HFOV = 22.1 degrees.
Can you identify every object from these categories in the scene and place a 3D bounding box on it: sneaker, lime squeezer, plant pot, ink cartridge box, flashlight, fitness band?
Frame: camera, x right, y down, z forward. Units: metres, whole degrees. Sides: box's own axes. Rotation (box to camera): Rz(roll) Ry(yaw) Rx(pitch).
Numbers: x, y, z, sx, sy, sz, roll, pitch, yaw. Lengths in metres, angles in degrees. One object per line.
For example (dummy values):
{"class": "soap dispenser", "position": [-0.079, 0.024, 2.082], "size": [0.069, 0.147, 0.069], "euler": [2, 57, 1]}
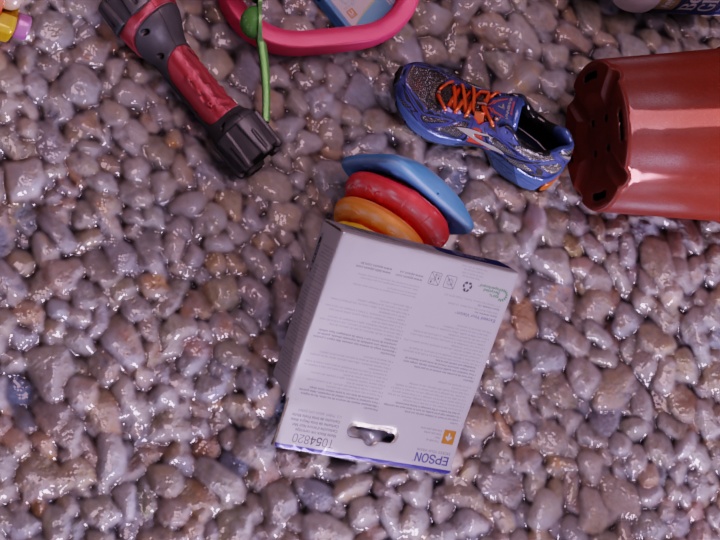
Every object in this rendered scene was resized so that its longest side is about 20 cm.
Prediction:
{"class": "sneaker", "position": [0.123, -0.151, 1.779], "size": [0.199, 0.078, 0.076], "euler": [24, 63, -17]}
{"class": "lime squeezer", "position": [-0.116, -0.234, 1.683], "size": [0.071, 0.038, 0.200], "euler": [-35, 90, -28]}
{"class": "plant pot", "position": [0.317, -0.133, 1.813], "size": [0.194, 0.201, 0.202], "euler": [-1, 73, -18]}
{"class": "ink cartridge box", "position": [0.025, 0.071, 1.631], "size": [0.199, 0.041, 0.201], "euler": [14, 100, -33]}
{"class": "flashlight", "position": [-0.150, -0.177, 1.658], "size": [0.200, 0.068, 0.068], "euler": [50, 25, 3]}
{"class": "fitness band", "position": [-0.040, -0.277, 1.752], "size": [0.199, 0.037, 0.144], "euler": [-8, 84, -17]}

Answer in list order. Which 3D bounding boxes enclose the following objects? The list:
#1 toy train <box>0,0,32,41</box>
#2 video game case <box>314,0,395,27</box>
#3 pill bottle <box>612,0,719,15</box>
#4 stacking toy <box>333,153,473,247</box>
{"class": "toy train", "position": [-0.361, -0.253, 1.592], "size": [0.150, 0.056, 0.201], "euler": [-10, 77, -29]}
{"class": "video game case", "position": [-0.022, -0.335, 1.809], "size": [0.143, 0.018, 0.200], "euler": [-40, 92, -32]}
{"class": "pill bottle", "position": [0.319, -0.322, 1.916], "size": [0.199, 0.111, 0.112], "euler": [-2, 73, -26]}
{"class": "stacking toy", "position": [0.000, 0.000, 1.664], "size": [0.116, 0.110, 0.201], "euler": [39, 71, -26]}
